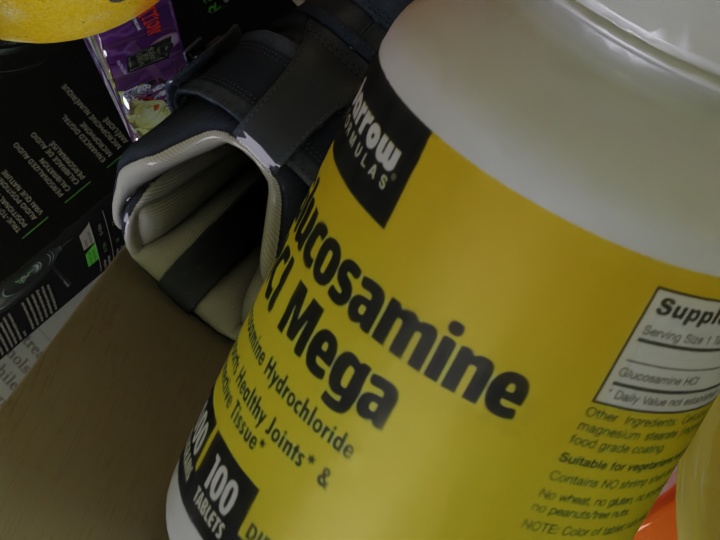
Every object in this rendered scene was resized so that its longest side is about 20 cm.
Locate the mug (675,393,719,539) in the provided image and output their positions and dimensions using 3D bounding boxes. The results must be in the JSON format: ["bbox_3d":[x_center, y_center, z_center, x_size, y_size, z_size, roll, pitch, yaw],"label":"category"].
[{"bbox_3d":[0.157,0.075,0.602,0.186,0.150,0.153,5,164,21],"label":"mug"}]

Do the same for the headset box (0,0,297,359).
[{"bbox_3d":[-0.148,-0.073,0.786,0.174,0.200,0.093,48,169,8],"label":"headset box"}]

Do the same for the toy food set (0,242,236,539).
[{"bbox_3d":[-0.036,0.073,0.637,0.143,0.060,0.200,29,-151,-1],"label":"toy food set"}]

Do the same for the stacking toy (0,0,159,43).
[{"bbox_3d":[-0.068,-0.101,0.499,0.146,0.200,0.146,38,169,9],"label":"stacking toy"}]

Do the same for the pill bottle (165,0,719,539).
[{"bbox_3d":[0.038,0.002,0.536,0.112,0.200,0.112,22,-158,-10],"label":"pill bottle"}]

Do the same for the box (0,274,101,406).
[{"bbox_3d":[-0.120,0.045,0.930,0.199,0.171,0.200,47,180,3],"label":"box"}]

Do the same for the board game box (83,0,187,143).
[{"bbox_3d":[-0.106,-0.146,0.668,0.200,0.032,0.120,63,178,16],"label":"board game box"}]

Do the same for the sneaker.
[{"bbox_3d":[-0.013,-0.040,0.697,0.077,0.146,0.202,36,169,7],"label":"sneaker"}]

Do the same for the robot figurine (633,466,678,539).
[{"bbox_3d":[0.122,0.071,0.761,0.200,0.117,0.144,43,168,-18],"label":"robot figurine"}]
